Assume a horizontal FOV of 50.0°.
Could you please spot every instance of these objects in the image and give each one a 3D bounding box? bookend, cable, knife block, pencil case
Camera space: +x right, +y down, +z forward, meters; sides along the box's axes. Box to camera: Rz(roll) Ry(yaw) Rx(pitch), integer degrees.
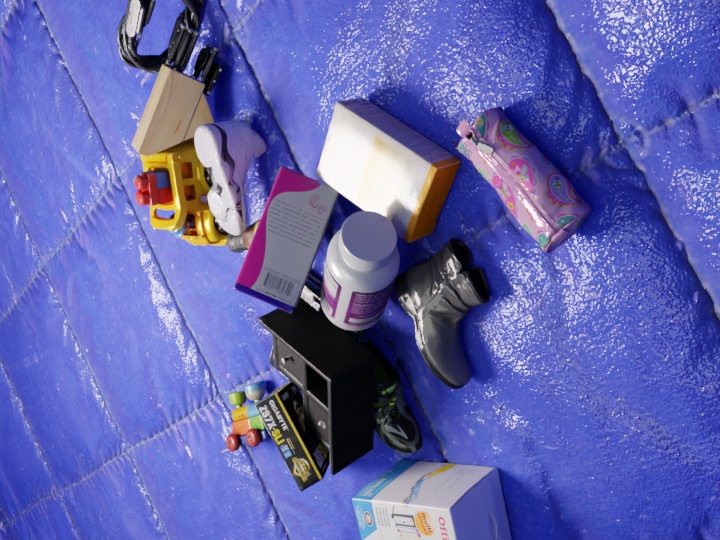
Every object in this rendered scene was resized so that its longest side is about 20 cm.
[{"bbox_3d":[-0.072,0.186,1.268,0.199,0.091,0.203,34,136,40],"label":"bookend"},{"bbox_3d":[-0.342,-0.429,1.331,0.051,0.162,0.202,41,135,14],"label":"cable"},{"bbox_3d":[-0.330,-0.318,1.342,0.064,0.197,0.179,36,149,57],"label":"knife block"},{"bbox_3d":[0.208,-0.121,1.002,0.201,0.087,0.088,52,131,14],"label":"pencil case"}]

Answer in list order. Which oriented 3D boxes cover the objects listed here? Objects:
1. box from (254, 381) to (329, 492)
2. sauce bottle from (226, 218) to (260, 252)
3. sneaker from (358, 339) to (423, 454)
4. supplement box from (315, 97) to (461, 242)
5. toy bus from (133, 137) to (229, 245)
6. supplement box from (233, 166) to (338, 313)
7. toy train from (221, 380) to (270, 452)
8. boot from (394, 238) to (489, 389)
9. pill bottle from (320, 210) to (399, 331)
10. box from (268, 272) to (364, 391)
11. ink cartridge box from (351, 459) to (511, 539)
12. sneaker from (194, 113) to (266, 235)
[{"bbox_3d":[-0.111,0.281,1.347,0.049,0.200,0.162,-28,86,2],"label":"box"},{"bbox_3d":[-0.162,-0.062,1.359,0.197,0.065,0.068,-5,101,41],"label":"sauce bottle"},{"bbox_3d":[0.039,0.207,1.255,0.203,0.070,0.083,64,169,7],"label":"sneaker"},{"bbox_3d":[0.037,-0.153,1.147,0.199,0.073,0.128,38,125,24],"label":"supplement box"},{"bbox_3d":[-0.328,-0.130,1.399,0.133,0.191,0.205,7,111,37],"label":"toy bus"},{"bbox_3d":[-0.114,-0.046,1.220,0.099,0.103,0.204,22,86,-2],"label":"supplement box"},{"bbox_3d":[-0.240,0.295,1.544,0.198,0.084,0.118,-23,79,43],"label":"toy train"},{"bbox_3d":[0.140,0.067,1.139,0.131,0.069,0.203,-30,88,38],"label":"boot"},{"bbox_3d":[0.000,0.000,1.162,0.113,0.111,0.201,48,155,18],"label":"pill bottle"},{"bbox_3d":[-0.078,0.124,1.361,0.158,0.046,0.203,35,125,28],"label":"box"},{"bbox_3d":[0.116,0.401,1.216,0.197,0.143,0.151,-9,98,41],"label":"ink cartridge box"},{"bbox_3d":[-0.212,-0.170,1.343,0.074,0.114,0.204,10,123,38],"label":"sneaker"}]
